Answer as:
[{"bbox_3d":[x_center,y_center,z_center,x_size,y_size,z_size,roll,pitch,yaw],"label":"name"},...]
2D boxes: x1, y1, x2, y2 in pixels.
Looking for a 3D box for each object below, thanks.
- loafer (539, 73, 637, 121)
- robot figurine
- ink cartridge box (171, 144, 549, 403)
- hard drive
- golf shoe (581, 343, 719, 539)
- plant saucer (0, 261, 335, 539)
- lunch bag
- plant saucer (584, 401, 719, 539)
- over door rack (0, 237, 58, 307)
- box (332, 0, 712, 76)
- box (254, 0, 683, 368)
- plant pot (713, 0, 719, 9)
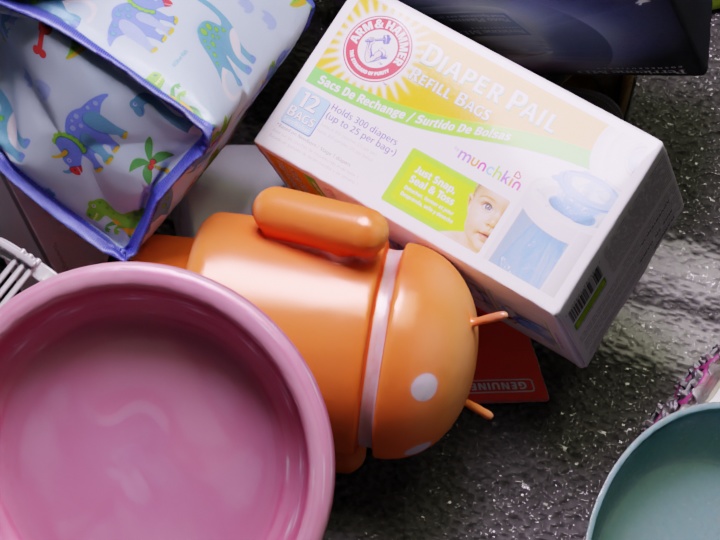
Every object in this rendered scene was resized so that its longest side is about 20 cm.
[{"bbox_3d":[0.121,-0.082,1.493,0.073,0.072,0.200,44,28,-16],"label":"loafer"},{"bbox_3d":[-0.025,0.033,1.306,0.199,0.145,0.117,9,1,4],"label":"robot figurine"},{"bbox_3d":[0.000,0.000,1.440,0.199,0.044,0.174,-1,44,-14],"label":"ink cartridge box"},{"bbox_3d":[-0.167,-0.076,1.415,0.026,0.132,0.200,-10,39,17],"label":"hard drive"},{"bbox_3d":[0.180,0.124,1.340,0.092,0.073,0.200,34,54,-3],"label":"golf shoe"},{"bbox_3d":[-0.110,0.095,1.236,0.200,0.201,0.051,17,5,5],"label":"plant saucer"},{"bbox_3d":[-0.146,-0.134,1.320,0.200,0.128,0.170,36,34,-1],"label":"lunch bag"},{"bbox_3d":[0.181,0.167,1.256,0.199,0.036,0.201,8,74,-30],"label":"plant saucer"},{"bbox_3d":[-0.262,0.016,1.302,0.200,0.067,0.148,34,73,18],"label":"over door rack"},{"bbox_3d":[0.090,-0.194,1.431,0.199,0.198,0.124,2,77,18],"label":"box"},{"bbox_3d":[0.059,-0.053,1.370,0.200,0.101,0.113,29,81,21],"label":"box"},{"bbox_3d":[0.244,-0.311,1.722,0.198,0.182,0.200,-13,50,-26],"label":"plant pot"}]
